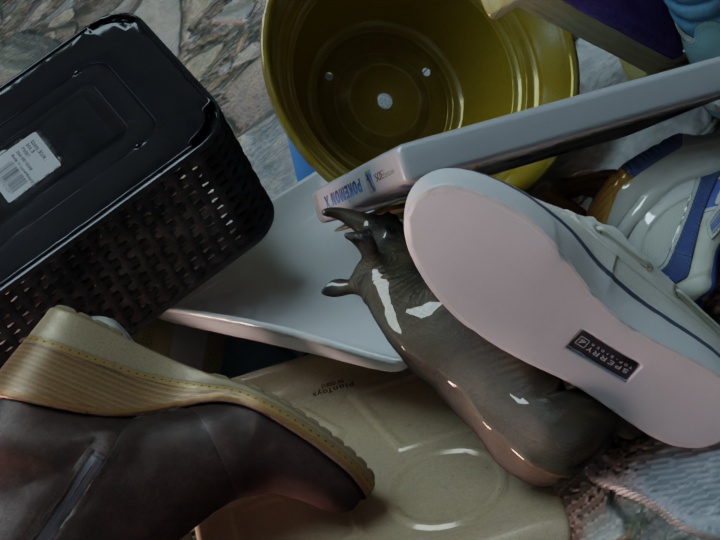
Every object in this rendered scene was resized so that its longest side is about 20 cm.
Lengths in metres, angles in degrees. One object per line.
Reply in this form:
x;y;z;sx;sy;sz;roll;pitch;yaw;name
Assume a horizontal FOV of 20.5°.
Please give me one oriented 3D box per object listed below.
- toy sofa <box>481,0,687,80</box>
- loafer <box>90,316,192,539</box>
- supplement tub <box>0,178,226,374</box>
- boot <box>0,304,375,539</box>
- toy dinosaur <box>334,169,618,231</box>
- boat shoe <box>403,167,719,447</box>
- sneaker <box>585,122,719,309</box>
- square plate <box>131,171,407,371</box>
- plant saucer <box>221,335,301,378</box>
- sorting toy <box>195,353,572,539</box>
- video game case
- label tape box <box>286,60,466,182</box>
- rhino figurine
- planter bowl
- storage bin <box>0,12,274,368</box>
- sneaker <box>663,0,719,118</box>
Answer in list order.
0.145;-0.182;1.163;0.097;0.200;0.083;-29;68;26;toy sofa
-0.130;0.118;1.082;0.070;0.201;0.070;-14;16;-12;loafer
-0.155;0.048;1.211;0.144;0.144;0.200;-18;47;31;supplement tub
-0.110;0.127;0.996;0.072;0.200;0.167;116;178;-74;boot
0.096;-0.016;1.077;0.200;0.061;0.106;33;43;30;toy dinosaur
0.107;0.007;0.976;0.071;0.200;0.070;-49;15;34;boat shoe
0.216;-0.046;1.058;0.200;0.075;0.088;-33;72;-19;sneaker
0.000;0.000;1.157;0.200;0.029;0.198;11;31;34;square plate
-0.048;0.087;1.201;0.070;0.019;0.200;-43;32;-7;plant saucer
0.002;0.113;1.059;0.185;0.037;0.200;-17;36;-1;sorting toy
0.088;-0.069;1.066;0.200;0.022;0.182;-16;-1;-15;video game case
0.018;-0.101;1.331;0.200;0.066;0.143;-44;31;-12;label tape box
0.054;0.031;1.017;0.087;0.200;0.060;-32;-20;-47;rhino figurine
0.026;-0.114;1.208;0.201;0.200;0.083;-53;5;-22;planter bowl
-0.168;-0.034;1.123;0.200;0.094;0.135;-36;50;-8;storage bin
0.229;-0.199;1.164;0.079;0.131;0.200;-7;43;32;sneaker
